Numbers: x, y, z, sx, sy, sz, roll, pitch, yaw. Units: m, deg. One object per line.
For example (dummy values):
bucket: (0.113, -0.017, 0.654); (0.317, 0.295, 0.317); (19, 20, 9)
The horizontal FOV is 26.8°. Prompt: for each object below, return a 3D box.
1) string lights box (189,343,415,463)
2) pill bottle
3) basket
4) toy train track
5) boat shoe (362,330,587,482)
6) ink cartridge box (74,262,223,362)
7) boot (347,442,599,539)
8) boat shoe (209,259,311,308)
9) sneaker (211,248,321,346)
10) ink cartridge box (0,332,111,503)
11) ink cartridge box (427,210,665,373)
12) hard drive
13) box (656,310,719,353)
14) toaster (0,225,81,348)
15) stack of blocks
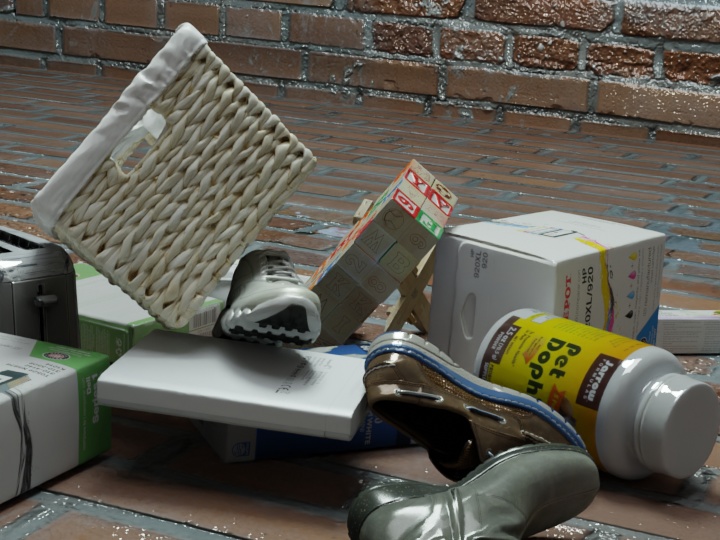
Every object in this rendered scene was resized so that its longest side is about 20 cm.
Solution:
string lights box: (-0.036, 0.109, 1.278); (0.198, 0.060, 0.103); (-3, 18, -24)
pill bottle: (0.194, 0.105, 1.249); (0.108, 0.111, 0.199); (-8, 17, -41)
basket: (-0.156, -0.069, 1.276); (0.161, 0.199, 0.200); (40, -8, -4)
toy train track: (0.030, -0.004, 1.556); (0.032, 0.201, 0.115); (15, 62, 33)
boat shoe: (0.084, 0.127, 1.157); (0.198, 0.072, 0.073); (28, 44, -11)
ink cartridge box: (-0.259, 0.042, 1.534); (0.198, 0.049, 0.145); (11, 15, 31)
boot: (0.098, 0.184, 1.018); (0.198, 0.069, 0.131); (-10, 22, -21)
boat shoe: (-0.092, 0.038, 1.571); (0.197, 0.073, 0.069); (13, 12, -1)
sneaker: (-0.077, 0.020, 1.233); (0.074, 0.082, 0.200); (13, -7, -16)
ink cartridge box: (-0.303, 0.114, 1.140); (0.144, 0.085, 0.200); (9, 14, 24)
ink cartridge box: (0.180, 0.034, 1.462); (0.144, 0.149, 0.199); (15, 18, 39)
hard drive: (-0.089, 0.088, 1.182); (0.197, 0.027, 0.132); (8, 16, 11)
box: (0.363, 0.065, 1.612); (0.197, 0.042, 0.039); (0, 13, -12)
toaster: (-0.333, 0.035, 1.366); (0.113, 0.131, 0.199); (-8, 17, -42)
stack of blocks: (0.000, 0.000, 1.428); (0.058, 0.200, 0.115); (40, 24, -6)
